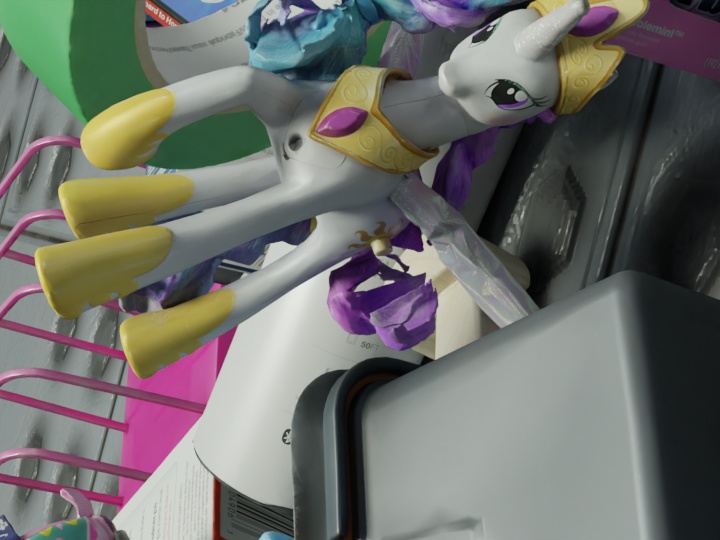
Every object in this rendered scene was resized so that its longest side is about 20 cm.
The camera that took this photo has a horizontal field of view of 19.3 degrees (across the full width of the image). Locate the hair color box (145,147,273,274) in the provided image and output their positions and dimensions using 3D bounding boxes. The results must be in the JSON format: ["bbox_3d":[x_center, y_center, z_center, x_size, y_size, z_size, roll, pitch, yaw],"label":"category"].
[{"bbox_3d":[-0.043,-0.100,1.031,0.061,0.099,0.201,140,140,-59],"label":"hair color box"}]

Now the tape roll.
[{"bbox_3d":[-0.031,-0.128,0.731,0.048,0.200,0.201,43,122,27],"label":"tape roll"}]

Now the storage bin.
[{"bbox_3d":[0.062,0.098,0.615,0.134,0.145,0.201,-36,47,43],"label":"storage bin"}]

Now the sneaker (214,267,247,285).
[{"bbox_3d":[-0.065,-0.093,1.110,0.078,0.079,0.201,-23,53,63],"label":"sneaker"}]

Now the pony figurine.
[{"bbox_3d":[0.004,-0.028,0.710,0.193,0.199,0.168,60,-169,-74],"label":"pony figurine"}]

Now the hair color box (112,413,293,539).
[{"bbox_3d":[-0.097,0.170,0.986,0.200,0.064,0.111,-48,27,30],"label":"hair color box"}]

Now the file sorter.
[{"bbox_3d":[-0.149,0.050,1.150,0.139,0.125,0.201,-45,36,49],"label":"file sorter"}]

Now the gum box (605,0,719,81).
[{"bbox_3d":[0.103,-0.155,0.763,0.200,0.066,0.114,-119,47,-59],"label":"gum box"}]

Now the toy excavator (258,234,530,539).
[{"bbox_3d":[0.018,0.104,0.791,0.200,0.100,0.195,-54,29,14],"label":"toy excavator"}]

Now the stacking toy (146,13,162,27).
[{"bbox_3d":[-0.088,-0.174,0.926,0.086,0.085,0.201,-100,30,-46],"label":"stacking toy"}]

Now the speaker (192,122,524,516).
[{"bbox_3d":[0.000,0.000,0.892,0.201,0.081,0.081,-68,23,17],"label":"speaker"}]

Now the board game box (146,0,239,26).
[{"bbox_3d":[-0.089,-0.167,0.870,0.200,0.019,0.103,38,122,22],"label":"board game box"}]

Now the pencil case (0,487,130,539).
[{"bbox_3d":[-0.084,0.185,0.838,0.200,0.087,0.088,51,133,15],"label":"pencil case"}]
